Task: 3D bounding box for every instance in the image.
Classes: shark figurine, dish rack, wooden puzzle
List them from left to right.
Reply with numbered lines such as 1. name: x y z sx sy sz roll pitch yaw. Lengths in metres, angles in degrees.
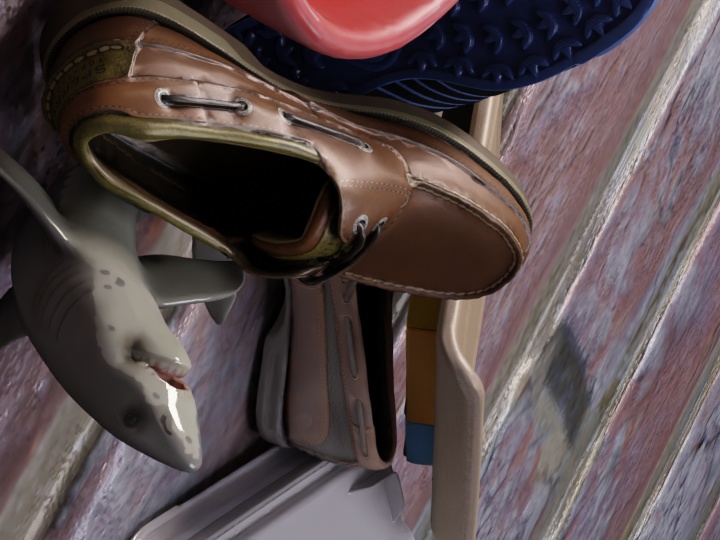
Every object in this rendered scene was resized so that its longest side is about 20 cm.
1. shark figurine: -0.094 0.002 0.862 0.090 0.128 0.215 -47 -175 19
2. dish rack: -0.024 0.169 1.115 0.200 0.043 0.172 -30 110 -56
3. wooden puzzle: 0.042 0.005 1.131 0.185 0.037 0.201 89 5 -60

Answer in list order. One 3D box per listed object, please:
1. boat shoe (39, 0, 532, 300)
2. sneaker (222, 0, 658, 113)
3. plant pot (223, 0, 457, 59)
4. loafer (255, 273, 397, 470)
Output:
1. boat shoe: -0.022 -0.024 0.841 0.072 0.200 0.068 -50 -146 30
2. sneaker: 0.025 -0.091 0.899 0.078 0.199 0.070 -31 104 -62
3. plant pot: -0.046 -0.173 0.609 0.201 0.177 0.201 -51 155 -35
4. loafer: 0.000 0.000 1.079 0.072 0.063 0.200 -44 150 -48
